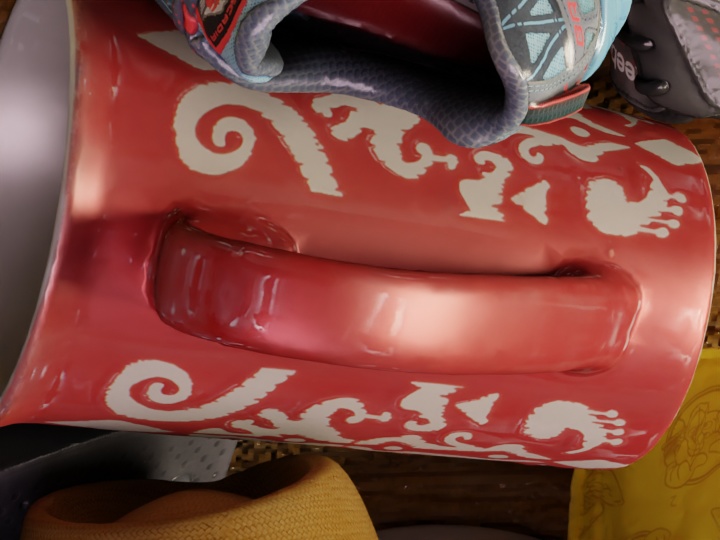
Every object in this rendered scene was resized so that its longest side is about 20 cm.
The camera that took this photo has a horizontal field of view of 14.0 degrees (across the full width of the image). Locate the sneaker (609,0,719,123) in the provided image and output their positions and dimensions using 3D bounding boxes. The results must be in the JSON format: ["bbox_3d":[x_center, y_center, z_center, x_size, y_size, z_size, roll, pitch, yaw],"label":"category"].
[{"bbox_3d":[0.094,-0.097,0.839,0.098,0.071,0.200,-39,123,17],"label":"sneaker"}]

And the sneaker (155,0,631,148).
[{"bbox_3d":[-0.026,-0.097,0.784,0.200,0.096,0.079,22,129,4],"label":"sneaker"}]

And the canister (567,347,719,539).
[{"bbox_3d":[0.168,0.134,0.973,0.200,0.149,0.087,32,133,-29],"label":"canister"}]

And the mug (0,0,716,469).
[{"bbox_3d":[-0.004,0.007,0.844,0.200,0.178,0.134,10,126,-20],"label":"mug"}]

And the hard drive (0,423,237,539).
[{"bbox_3d":[-0.125,0.103,0.888,0.200,0.042,0.135,-18,135,-49],"label":"hard drive"}]

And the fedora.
[{"bbox_3d":[-0.044,0.099,0.839,0.200,0.201,0.082,-8,89,-3],"label":"fedora"}]

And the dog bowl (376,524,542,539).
[{"bbox_3d":[0.023,0.190,1.033,0.200,0.079,0.200,-4,126,-6],"label":"dog bowl"}]
